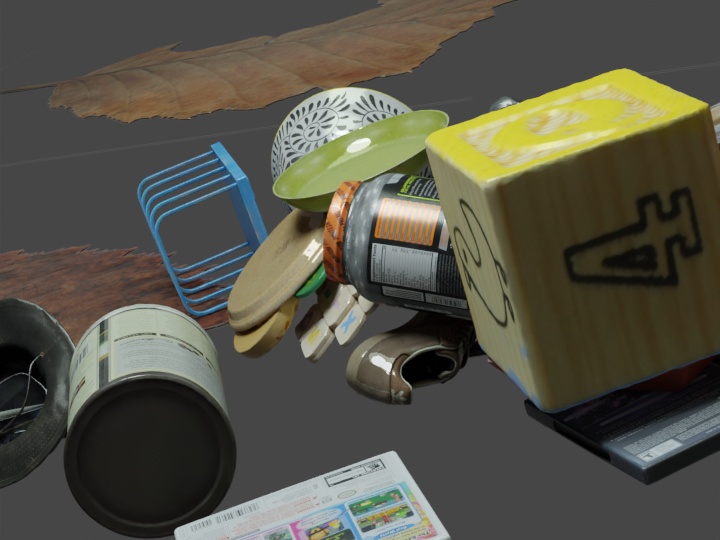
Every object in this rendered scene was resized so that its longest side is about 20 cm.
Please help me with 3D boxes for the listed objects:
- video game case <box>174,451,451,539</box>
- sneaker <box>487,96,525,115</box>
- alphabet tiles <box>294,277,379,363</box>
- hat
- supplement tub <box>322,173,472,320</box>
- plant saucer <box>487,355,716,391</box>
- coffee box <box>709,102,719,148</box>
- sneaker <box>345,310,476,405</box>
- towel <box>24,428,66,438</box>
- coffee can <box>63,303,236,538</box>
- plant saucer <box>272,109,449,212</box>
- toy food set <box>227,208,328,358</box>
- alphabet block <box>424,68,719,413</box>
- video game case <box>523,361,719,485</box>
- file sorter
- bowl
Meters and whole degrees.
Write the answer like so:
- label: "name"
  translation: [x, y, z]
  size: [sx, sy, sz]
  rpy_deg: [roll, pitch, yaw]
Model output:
- label: "video game case"
  translation: [-0.042, 0.215, 1.405]
  size: [0.198, 0.024, 0.182]
  rpy_deg: [-19, 19, -7]
- label: "sneaker"
  translation: [0.180, -0.106, 1.769]
  size: [0.073, 0.200, 0.080]
  rpy_deg: [-24, 43, 21]
- label: "alphabet tiles"
  translation: [0.000, 0.000, 1.810]
  size: [0.201, 0.015, 0.196]
  rpy_deg: [-54, 17, 9]
- label: "hat"
  translation: [-0.340, 0.131, 1.763]
  size: [0.199, 0.081, 0.203]
  rpy_deg: [-12, 63, 24]
- label: "supplement tub"
  translation: [0.073, -0.021, 1.634]
  size: [0.198, 0.124, 0.123]
  rpy_deg: [10, 27, 17]
- label: "plant saucer"
  translation: [0.242, 0.052, 1.544]
  size: [0.199, 0.037, 0.199]
  rpy_deg: [0, 24, 40]
- label: "coffee box"
  translation: [0.343, -0.110, 1.819]
  size: [0.199, 0.080, 0.114]
  rpy_deg: [-23, 9, 45]
- label: "sneaker"
  translation: [0.077, 0.072, 1.670]
  size: [0.075, 0.071, 0.199]
  rpy_deg: [26, 45, 36]
- label: "towel"
  translation: [-0.321, 0.125, 1.888]
  size: [0.191, 0.035, 0.200]
  rpy_deg: [-8, 21, 24]
- label: "coffee can"
  translation: [-0.189, 0.129, 1.583]
  size: [0.145, 0.148, 0.200]
  rpy_deg: [-18, 18, -2]
- label: "plant saucer"
  translation: [0.005, -0.109, 1.854]
  size: [0.198, 0.031, 0.200]
  rpy_deg: [-21, 19, 8]
- label: "toy food set"
  translation: [-0.067, -0.008, 1.883]
  size: [0.198, 0.049, 0.200]
  rpy_deg: [-45, 16, 16]
- label: "alphabet block"
  translation: [0.185, -0.030, 1.454]
  size: [0.195, 0.202, 0.195]
  rpy_deg: [-20, 18, -9]
- label: "video game case"
  translation: [0.240, 0.111, 1.458]
  size: [0.142, 0.019, 0.200]
  rpy_deg: [-23, 18, -17]
- label: "file sorter"
  translation: [-0.181, -0.048, 2.098]
  size: [0.122, 0.140, 0.200]
  rpy_deg: [-22, 19, -6]
- label: "bowl"
  translation: [-0.011, -0.094, 1.996]
  size: [0.199, 0.202, 0.094]
  rpy_deg: [-12, 26, 14]
